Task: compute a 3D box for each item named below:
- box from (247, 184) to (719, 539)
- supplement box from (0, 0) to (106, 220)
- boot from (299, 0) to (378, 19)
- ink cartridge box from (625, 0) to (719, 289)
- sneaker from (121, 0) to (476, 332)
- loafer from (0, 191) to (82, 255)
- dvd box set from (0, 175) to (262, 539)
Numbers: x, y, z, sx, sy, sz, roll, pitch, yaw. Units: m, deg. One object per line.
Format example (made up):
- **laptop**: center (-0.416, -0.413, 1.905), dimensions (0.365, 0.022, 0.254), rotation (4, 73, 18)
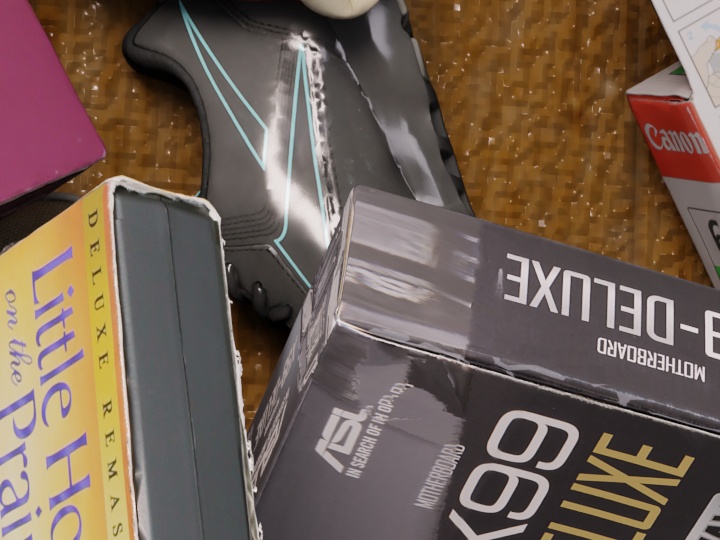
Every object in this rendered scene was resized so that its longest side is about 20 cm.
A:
- **box**: center (0.042, 0.079, 0.733), dimensions (0.157, 0.200, 0.050), rotation (16, 46, -9)
- **supplement box**: center (-0.177, -0.031, 0.618), dimensions (0.103, 0.200, 0.131), rotation (-28, 93, -55)
- **boot**: center (-0.035, -0.157, 0.732), dimensions (0.075, 0.107, 0.200), rotation (-36, 134, -35)
- **ink cartridge box**: center (0.141, -0.045, 0.818), dimensions (0.109, 0.050, 0.200), rotation (-30, 102, -13)
- **sneaker**: center (0.000, 0.000, 0.805), dimensions (0.079, 0.075, 0.200), rotation (-22, 78, -3)
- **loafer**: center (-0.062, 0.081, 0.627), dimensions (0.075, 0.070, 0.201), rotation (3, 84, -29)
- **dvd box set**: center (-0.091, 0.087, 0.574), dimensions (0.029, 0.200, 0.147), rotation (13, 58, -39)
